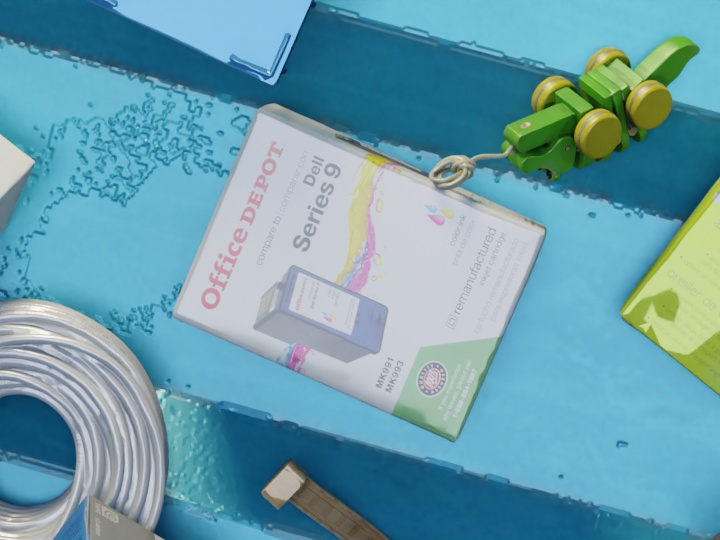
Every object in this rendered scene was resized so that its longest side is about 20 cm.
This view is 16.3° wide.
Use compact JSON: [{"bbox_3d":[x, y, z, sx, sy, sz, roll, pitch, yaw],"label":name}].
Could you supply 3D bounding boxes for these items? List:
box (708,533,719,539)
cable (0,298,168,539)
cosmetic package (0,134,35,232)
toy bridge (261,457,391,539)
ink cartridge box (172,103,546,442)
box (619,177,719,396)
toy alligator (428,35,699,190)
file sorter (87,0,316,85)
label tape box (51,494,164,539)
[{"bbox_3d":[0.281,0.258,1.548,0.048,0.158,0.201,-31,92,3],"label":"box"},{"bbox_3d":[-0.220,0.120,1.614,0.199,0.069,0.201,-34,92,4],"label":"cable"},{"bbox_3d":[-0.306,-0.023,1.547,0.113,0.081,0.200,36,52,1],"label":"cosmetic package"},{"bbox_3d":[0.021,0.194,1.604,0.200,0.067,0.027,41,95,-2],"label":"toy bridge"},{"bbox_3d":[0.000,0.000,1.583,0.199,0.088,0.146,25,96,3],"label":"ink cartridge box"},{"bbox_3d":[0.269,-0.015,1.575,0.122,0.048,0.200,38,102,0],"label":"box"},{"bbox_3d":[0.131,-0.084,1.571,0.199,0.059,0.055,-30,132,-16],"label":"toy alligator"},{"bbox_3d":[-0.070,-0.234,1.553,0.138,0.123,0.201,24,95,2],"label":"file sorter"},{"bbox_3d":[-0.132,0.255,1.584,0.199,0.066,0.144,34,105,-18],"label":"label tape box"}]
